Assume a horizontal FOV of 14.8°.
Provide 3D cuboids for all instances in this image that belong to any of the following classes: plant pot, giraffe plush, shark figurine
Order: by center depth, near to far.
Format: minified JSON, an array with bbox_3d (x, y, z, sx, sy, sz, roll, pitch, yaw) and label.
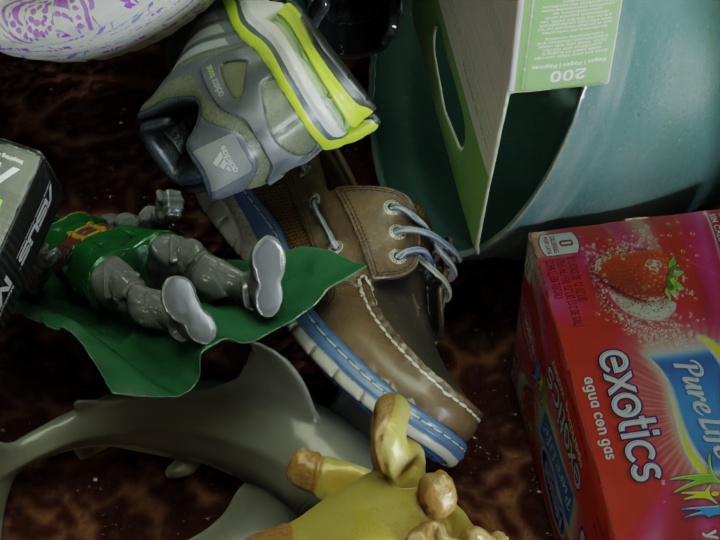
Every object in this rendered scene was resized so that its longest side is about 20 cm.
[{"bbox_3d":[-0.007,0.136,0.991,0.200,0.162,0.173,-40,83,-21],"label":"giraffe plush"},{"bbox_3d":[-0.065,0.062,1.125,0.214,0.090,0.128,8,50,1],"label":"shark figurine"},{"bbox_3d":[0.108,-0.095,1.206,0.134,0.200,0.200,9,48,-26],"label":"plant pot"}]

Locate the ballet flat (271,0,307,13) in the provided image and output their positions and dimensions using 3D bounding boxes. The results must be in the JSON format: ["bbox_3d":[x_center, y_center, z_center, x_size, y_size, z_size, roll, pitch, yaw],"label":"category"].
[{"bbox_3d":[-0.068,-0.163,1.322,0.071,0.069,0.200,-17,48,6],"label":"ballet flat"}]

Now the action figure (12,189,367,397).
[{"bbox_3d":[-0.099,-0.001,1.141,0.118,0.055,0.200,-22,18,-27],"label":"action figure"}]

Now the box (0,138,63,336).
[{"bbox_3d":[-0.244,0.015,1.081,0.200,0.048,0.193,18,75,12],"label":"box"}]

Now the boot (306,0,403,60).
[{"bbox_3d":[-0.009,-0.150,1.207,0.070,0.200,0.132,1,73,-1],"label":"boot"}]

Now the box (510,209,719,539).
[{"bbox_3d":[0.128,0.083,1.108,0.095,0.100,0.200,-7,52,-8],"label":"box"}]

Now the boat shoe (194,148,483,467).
[{"bbox_3d":[0.000,0.000,1.154,0.072,0.072,0.200,-44,49,4],"label":"boat shoe"}]

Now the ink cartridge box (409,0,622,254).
[{"bbox_3d":[0.061,-0.124,1.111,0.048,0.200,0.146,-7,52,-8],"label":"ink cartridge box"}]

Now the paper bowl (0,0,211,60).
[{"bbox_3d":[-0.122,-0.189,1.176,0.200,0.104,0.201,-2,86,22],"label":"paper bowl"}]

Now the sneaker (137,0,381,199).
[{"bbox_3d":[-0.061,-0.077,1.180,0.081,0.074,0.200,-34,16,-8],"label":"sneaker"}]
